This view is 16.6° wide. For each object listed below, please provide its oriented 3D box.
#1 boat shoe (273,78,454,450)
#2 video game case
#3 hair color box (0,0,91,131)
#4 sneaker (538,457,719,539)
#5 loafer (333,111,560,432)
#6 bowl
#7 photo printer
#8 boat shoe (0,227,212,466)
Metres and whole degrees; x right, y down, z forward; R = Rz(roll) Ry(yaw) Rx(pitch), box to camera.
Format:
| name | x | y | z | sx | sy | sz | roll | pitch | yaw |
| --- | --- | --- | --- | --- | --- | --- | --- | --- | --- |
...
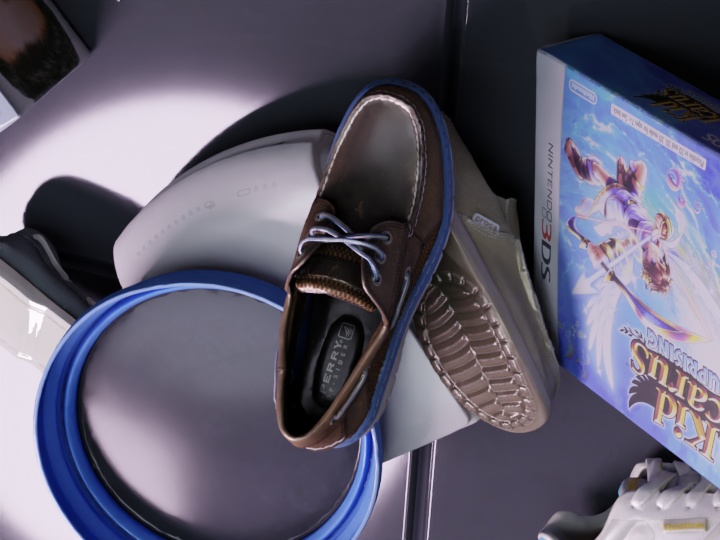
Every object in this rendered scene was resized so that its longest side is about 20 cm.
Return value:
| name | x | y | z | sx | sy | sz | roll | pitch | yaw |
| --- | --- | --- | --- | --- | --- | --- | --- | --- | --- |
| boat shoe | 0.000 | 0.000 | 1.281 | 0.072 | 0.072 | 0.201 | 12 | 100 | 16 |
| video game case | 0.159 | -0.003 | 1.269 | 0.200 | 0.045 | 0.182 | 39 | 138 | 51 |
| hair color box | -0.249 | -0.170 | 1.380 | 0.061 | 0.099 | 0.200 | -30 | 103 | 30 |
| sneaker | 0.189 | 0.143 | 1.386 | 0.200 | 0.077 | 0.081 | -30 | 100 | 29 |
| loafer | 0.060 | -0.007 | 1.348 | 0.076 | 0.068 | 0.200 | -17 | 102 | 52 |
| bowl | -0.084 | 0.092 | 1.388 | 0.200 | 0.039 | 0.201 | 4 | 112 | 10 |
| photo printer | -0.037 | 0.023 | 1.414 | 0.166 | 0.069 | 0.200 | -24 | 105 | 30 |
| boat shoe | -0.151 | 0.047 | 1.461 | 0.200 | 0.062 | 0.073 | 39 | 136 | 10 |
